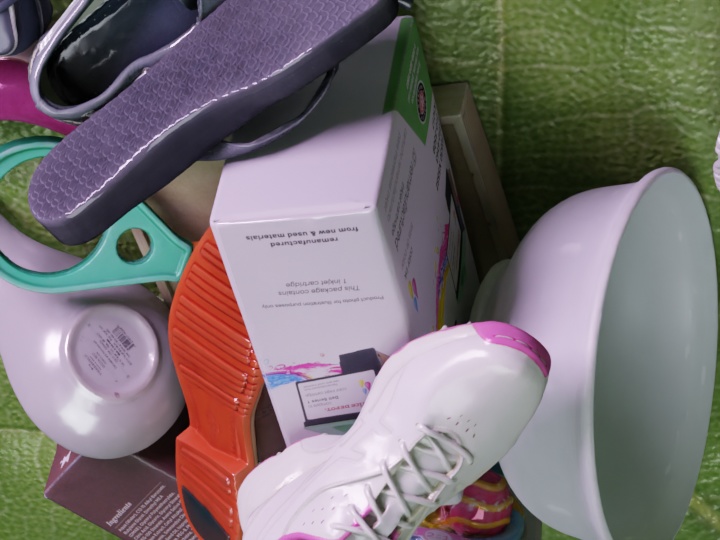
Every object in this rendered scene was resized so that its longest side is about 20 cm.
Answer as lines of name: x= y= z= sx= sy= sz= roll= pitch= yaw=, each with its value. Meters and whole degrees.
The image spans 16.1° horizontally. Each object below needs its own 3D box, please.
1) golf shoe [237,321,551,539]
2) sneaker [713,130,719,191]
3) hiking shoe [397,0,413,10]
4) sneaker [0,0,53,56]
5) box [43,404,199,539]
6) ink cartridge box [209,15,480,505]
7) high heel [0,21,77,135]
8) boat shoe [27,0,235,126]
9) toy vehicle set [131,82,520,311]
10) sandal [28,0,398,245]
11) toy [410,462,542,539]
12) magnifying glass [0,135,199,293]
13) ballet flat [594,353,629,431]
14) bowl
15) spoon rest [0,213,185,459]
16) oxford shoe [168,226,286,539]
golf shoe: x=0.015 y=0.101 z=1.175 sx=0.075 sy=0.092 sz=0.200 roll=33 pitch=127 yaw=-20
sneaker: x=0.245 y=-0.098 z=1.183 sx=0.129 sy=0.080 sz=0.200 roll=18 pitch=124 yaw=7
hiking shoe: x=0.048 y=-0.215 z=1.111 sx=0.074 sy=0.087 sz=0.201 roll=8 pitch=134 yaw=3
sneaker: x=-0.145 y=-0.178 z=1.185 sx=0.201 sy=0.077 sz=0.147 roll=-3 pitch=122 yaw=27
box: x=-0.071 y=0.122 z=1.446 sx=0.199 sy=0.100 sz=0.075 roll=30 pitch=132 yaw=-17
ink cartridge box: x=0.000 y=0.000 z=1.245 sx=0.083 sy=0.145 sz=0.201 roll=-4 pitch=132 yaw=14
high heel: x=-0.176 y=-0.083 z=1.297 sx=0.199 sy=0.067 sz=0.097 roll=27 pitch=124 yaw=7
boat shoe: x=-0.076 y=-0.135 z=1.192 sx=0.200 sy=0.062 sz=0.073 roll=-36 pitch=95 yaw=14
toy vehicle set: x=-0.024 y=-0.032 z=1.341 sx=0.199 sy=0.027 sz=0.125 roll=-6 pitch=131 yaw=17
sandal: x=-0.065 y=-0.078 z=1.171 sx=0.200 sy=0.076 sz=0.043 roll=-33 pitch=129 yaw=16
toy: x=0.046 y=0.127 z=1.367 sx=0.114 sy=0.200 sz=0.047 roll=14 pitch=119 yaw=-1
magnifying glass: x=-0.111 y=-0.011 z=1.327 sx=0.199 sy=0.022 sz=0.080 roll=19 pitch=98 yaw=-17
ballet flat: x=0.050 y=0.065 z=1.394 sx=0.199 sy=0.072 sz=0.072 roll=9 pitch=134 yaw=6
bowl: x=0.110 y=0.045 z=1.278 sx=0.090 sy=0.202 sz=0.202 roll=5 pitch=135 yaw=24
spoon rest: x=-0.168 y=0.010 z=1.362 sx=0.201 sy=0.099 sz=0.061 roll=55 pitch=156 yaw=-5
oxford shoe: x=-0.054 y=0.052 z=1.333 sx=0.071 sy=0.072 sz=0.201 roll=36 pitch=134 yaw=37
